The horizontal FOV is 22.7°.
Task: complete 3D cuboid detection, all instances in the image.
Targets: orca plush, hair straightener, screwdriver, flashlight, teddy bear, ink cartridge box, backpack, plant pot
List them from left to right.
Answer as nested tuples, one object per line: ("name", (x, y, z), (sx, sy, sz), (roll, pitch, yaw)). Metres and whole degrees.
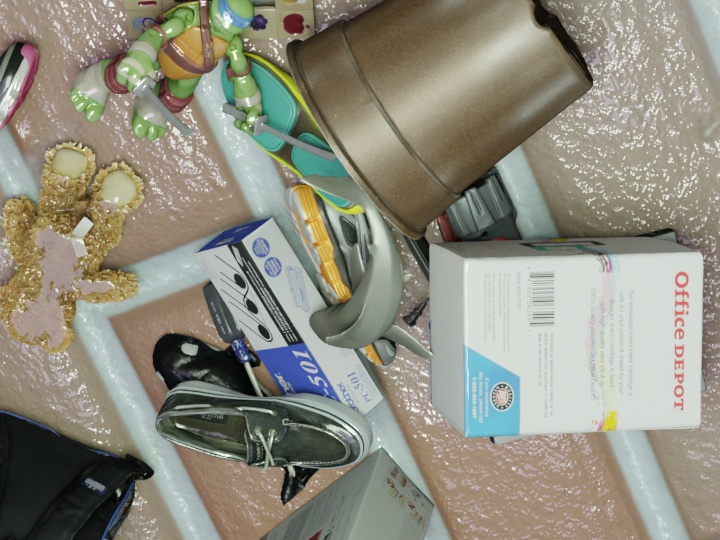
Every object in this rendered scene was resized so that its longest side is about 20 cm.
("backpack", (-0.328, 0.252, 1.734), (0.200, 0.191, 0.154), (18, 129, 5))
("teddy bear", (-0.275, -0.024, 1.693), (0.145, 0.067, 0.200), (7, 106, -1))
("orca plush", (-0.127, 0.146, 1.714), (0.105, 0.071, 0.200), (-29, 102, 20))
("screwdriver", (-0.098, 0.100, 1.690), (0.029, 0.028, 0.200), (-28, 88, 10))
("ink cartridge box", (-0.066, 0.051, 1.655), (0.094, 0.044, 0.200), (-13, 112, 57))
("ink cartridge box", (-0.033, 0.284, 1.677), (0.175, 0.200, 0.084), (-38, 100, 22))
("hair straightener", (0.080, 0.039, 1.654), (0.077, 0.041, 0.200), (-18, 110, 18))
("plant pot", (0.075, -0.162, 1.497), (0.198, 0.200, 0.200), (-33, 101, 14))
("flashlight", (0.131, 0.013, 1.612), (0.068, 0.068, 0.200), (-22, 106, 14))
("ink cartridge box", (0.169, 0.051, 1.494), (0.200, 0.146, 0.147), (-1, 96, -9))

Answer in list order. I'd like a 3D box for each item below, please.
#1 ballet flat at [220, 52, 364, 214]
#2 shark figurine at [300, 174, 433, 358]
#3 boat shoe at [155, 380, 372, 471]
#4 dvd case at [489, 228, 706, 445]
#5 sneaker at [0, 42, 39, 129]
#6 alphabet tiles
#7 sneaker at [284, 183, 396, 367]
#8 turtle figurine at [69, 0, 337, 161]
("ballet flat", (-0.046, -0.120, 1.591), (0.200, 0.067, 0.067), (46, 119, 26))
("shark figurine", (-0.004, 0.017, 1.499), (0.128, 0.089, 0.215), (36, 142, 26))
("boat shoe", (-0.091, 0.153, 1.627), (0.200, 0.071, 0.072), (6, 118, 14))
("dvd case", (0.197, 0.059, 1.587), (0.200, 0.025, 0.151), (-14, 99, -8))
("sneaker", (-0.375, -0.146, 1.653), (0.087, 0.074, 0.200), (39, 118, -11))
("alphabet tiles", (-0.126, -0.275, 1.526), (0.167, 0.008, 0.200), (0, 137, 2))
("sneaker", (0.000, 0.000, 1.634), (0.077, 0.078, 0.200), (-28, 118, -14))
("turtle figurine", (-0.157, -0.147, 1.538), (0.194, 0.144, 0.200), (-21, 92, 48))
